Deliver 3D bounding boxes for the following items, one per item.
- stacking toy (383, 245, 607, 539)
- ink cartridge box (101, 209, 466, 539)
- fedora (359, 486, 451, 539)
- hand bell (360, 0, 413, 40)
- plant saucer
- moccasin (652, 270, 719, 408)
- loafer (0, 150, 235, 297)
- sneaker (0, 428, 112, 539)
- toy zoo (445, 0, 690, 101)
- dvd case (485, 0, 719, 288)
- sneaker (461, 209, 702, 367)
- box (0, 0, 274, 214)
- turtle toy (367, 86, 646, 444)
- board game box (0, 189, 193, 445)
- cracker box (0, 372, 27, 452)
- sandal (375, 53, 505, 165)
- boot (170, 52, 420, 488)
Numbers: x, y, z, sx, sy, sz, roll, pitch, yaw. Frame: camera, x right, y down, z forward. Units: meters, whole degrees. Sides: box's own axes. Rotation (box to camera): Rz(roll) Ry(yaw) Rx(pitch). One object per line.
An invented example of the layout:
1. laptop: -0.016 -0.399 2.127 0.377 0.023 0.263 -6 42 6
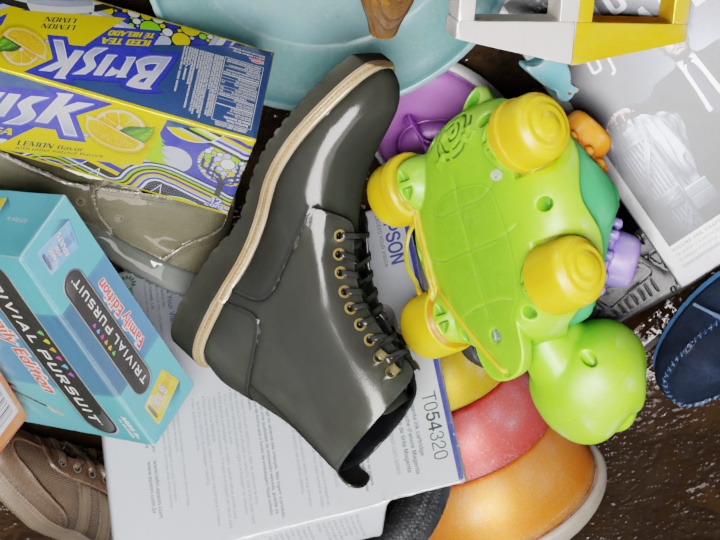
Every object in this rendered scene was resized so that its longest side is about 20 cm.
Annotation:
1. stacking toy: 0.058 0.073 1.255 0.145 0.146 0.201 -18 114 6
2. ink cartridge box: -0.050 0.070 1.171 0.198 0.197 0.043 -13 144 3
3. fedora: -0.029 0.124 1.212 0.199 0.202 0.092 -17 144 6
4. hand bell: 0.019 -0.192 1.013 0.103 0.105 0.201 -2 142 -7
5. plant saucer: -0.016 -0.176 1.081 0.198 0.036 0.201 -5 129 -6
6. moccasin: 0.262 0.023 1.266 0.080 0.068 0.200 32 118 -30
7. loafer: -0.155 -0.055 1.142 0.199 0.075 0.070 25 105 -26
8. sneaker: -0.169 0.137 1.305 0.076 0.070 0.200 -43 129 2
9. toy zoo: 0.112 -0.187 1.050 0.130 0.020 0.202 -2 109 -17
10. dvd case: 0.180 -0.112 1.112 0.150 0.025 0.201 -34 98 17
11. sneaker: 0.153 0.000 1.212 0.199 0.104 0.060 -26 91 11
12. box: -0.152 -0.098 1.075 0.199 0.065 0.070 16 143 -9
13. turtle toy: 0.094 -0.003 1.103 0.101 0.202 0.145 -10 173 -38
14. board game box: -0.209 0.020 1.131 0.199 0.047 0.151 7 141 37
15. cracker box: -0.295 0.038 1.131 0.199 0.058 0.134 9 139 33
16. sandal: 0.067 -0.044 1.192 0.082 0.050 0.203 -27 128 12
17. boot: 0.000 0.000 1.095 0.077 0.138 0.201 -13 137 -56
